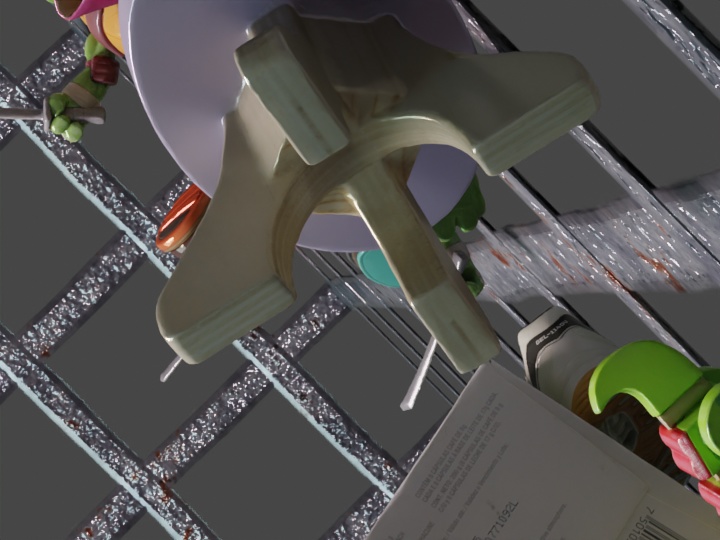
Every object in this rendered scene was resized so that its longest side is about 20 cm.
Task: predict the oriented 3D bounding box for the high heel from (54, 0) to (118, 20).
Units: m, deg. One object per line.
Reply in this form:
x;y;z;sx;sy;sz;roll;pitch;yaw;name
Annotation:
-0.154;-0.202;1.302;0.067;0.096;0.200;44;176;13;high heel

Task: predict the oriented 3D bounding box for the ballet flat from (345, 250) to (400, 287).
0.009;-0.044;1.583;0.073;0.073;0.200;43;-178;21;ballet flat

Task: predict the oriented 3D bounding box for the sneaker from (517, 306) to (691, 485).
0.147;0.087;1.467;0.088;0.076;0.200;50;170;33;sneaker

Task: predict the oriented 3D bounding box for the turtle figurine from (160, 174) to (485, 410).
0.000;0.000;1.362;0.144;0.200;0.194;30;168;-3;turtle figurine

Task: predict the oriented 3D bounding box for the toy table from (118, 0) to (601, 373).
-0.006;-0.051;0.924;0.200;0.184;0.117;37;-161;-40;toy table

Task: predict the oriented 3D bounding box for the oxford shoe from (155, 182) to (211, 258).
-0.062;-0.050;1.570;0.073;0.071;0.200;51;-141;-4;oxford shoe

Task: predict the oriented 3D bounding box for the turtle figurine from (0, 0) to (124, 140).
-0.167;-0.139;1.509;0.194;0.144;0.200;27;-164;33;turtle figurine

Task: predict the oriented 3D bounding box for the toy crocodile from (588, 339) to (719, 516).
0.192;0.103;1.139;0.200;0.062;0.068;45;176;-10;toy crocodile

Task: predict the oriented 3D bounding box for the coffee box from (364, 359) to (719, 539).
0.095;0.209;1.384;0.200;0.200;0.198;33;162;10;coffee box
